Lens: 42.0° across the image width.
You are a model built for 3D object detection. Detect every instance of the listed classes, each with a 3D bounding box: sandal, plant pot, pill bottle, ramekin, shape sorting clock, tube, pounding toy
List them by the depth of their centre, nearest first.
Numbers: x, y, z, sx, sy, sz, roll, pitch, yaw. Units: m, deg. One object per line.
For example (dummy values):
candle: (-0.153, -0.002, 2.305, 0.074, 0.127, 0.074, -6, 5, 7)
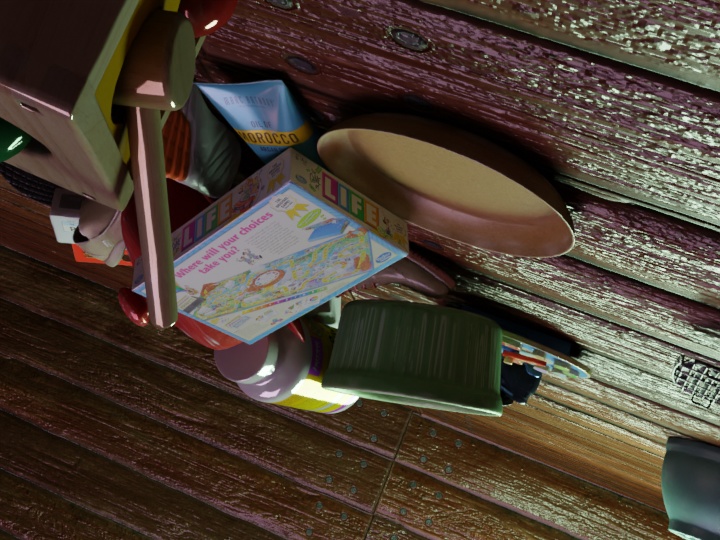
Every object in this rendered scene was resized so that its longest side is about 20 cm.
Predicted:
pounding toy: (-0.114, -0.100, 0.411, 0.141, 0.201, 0.184, 23, 169, -3)
plant pot: (0.064, -0.063, 0.684, 0.199, 0.028, 0.200, 23, 169, 5)
tube: (-0.050, -0.093, 0.742, 0.077, 0.051, 0.200, 0, 155, 25)
sandal: (-0.160, -0.110, 0.774, 0.059, 0.080, 0.207, 17, 170, 15)
ramekin: (0.061, 0.095, 1.024, 0.198, 0.099, 0.200, 9, 170, 2)
pill bottle: (-0.079, 0.104, 1.079, 0.104, 0.105, 0.200, 16, 176, 32)
shape sorting clock: (0.188, 0.096, 1.160, 0.199, 0.039, 0.200, 22, 169, 5)
plant pot: (0.543, 0.353, 1.419, 0.199, 0.135, 0.200, 22, 168, 5)

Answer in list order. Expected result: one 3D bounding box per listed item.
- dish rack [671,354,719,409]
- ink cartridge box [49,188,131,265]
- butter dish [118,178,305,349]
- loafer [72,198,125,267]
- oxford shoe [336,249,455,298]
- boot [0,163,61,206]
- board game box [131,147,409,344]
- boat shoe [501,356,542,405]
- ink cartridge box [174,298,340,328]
dish rack: (0.376, 0.110, 0.821, 0.199, 0.055, 0.153, 21, 168, 19)
ink cartridge box: (-0.334, -0.037, 1.302, 0.159, 0.048, 0.200, 5, 151, -6)
butter dish: (-0.173, -0.001, 0.934, 0.199, 0.147, 0.201, 45, 167, 38)
loafer: (-0.303, -0.066, 1.132, 0.068, 0.076, 0.200, 13, 146, -22)
oxford shoe: (0.000, 0.000, 0.983, 0.199, 0.075, 0.070, 20, 168, 15)
boot: (-0.428, -0.113, 1.330, 0.199, 0.068, 0.130, 28, 168, -29)
board game box: (-0.077, -0.011, 0.784, 0.199, 0.034, 0.134, -29, 137, 33)
boat shoe: (0.199, 0.163, 1.375, 0.084, 0.069, 0.200, 23, 169, -3)
ink cartridge box: (-0.125, 0.030, 1.166, 0.198, 0.084, 0.145, -3, 167, 3)
